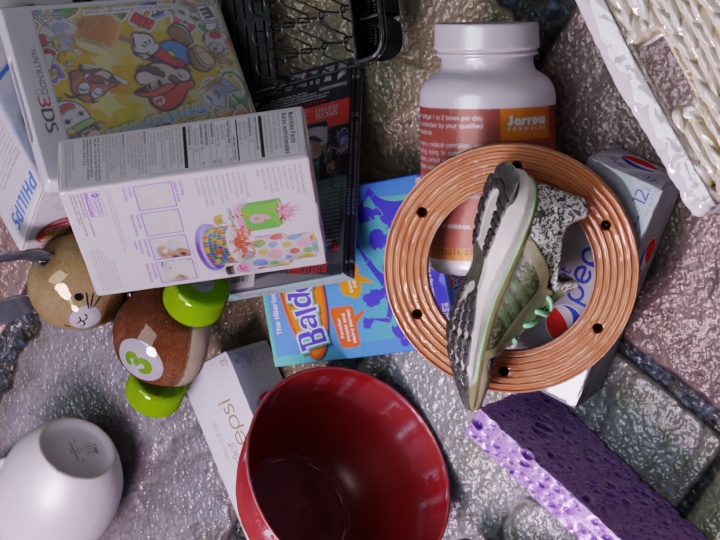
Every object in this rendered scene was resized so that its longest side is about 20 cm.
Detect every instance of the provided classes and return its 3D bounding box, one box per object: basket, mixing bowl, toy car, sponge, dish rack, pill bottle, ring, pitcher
[{"bbox_3d":[0.285,-0.164,1.266,0.161,0.200,0.198,-31,81,28],"label":"basket"},{"bbox_3d":[-0.033,0.196,1.557,0.108,0.200,0.200,-41,74,49],"label":"mixing bowl"},{"bbox_3d":[-0.239,0.026,1.583,0.164,0.200,0.158,118,149,-43],"label":"toy car"},{"bbox_3d":[0.185,0.175,1.439,0.200,0.112,0.030,42,117,21],"label":"sponge"},{"bbox_3d":[-0.053,-0.236,1.552,0.200,0.055,0.154,-11,82,35],"label":"dish rack"},{"bbox_3d":[0.104,-0.101,1.446,0.112,0.112,0.200,5,102,33],"label":"pill bottle"},{"bbox_3d":[0.118,-0.002,1.394,0.200,0.019,0.201,2,104,9],"label":"ring"},{"bbox_3d":[-0.324,0.224,1.801,0.172,0.121,0.200,56,135,31],"label":"pitcher"}]

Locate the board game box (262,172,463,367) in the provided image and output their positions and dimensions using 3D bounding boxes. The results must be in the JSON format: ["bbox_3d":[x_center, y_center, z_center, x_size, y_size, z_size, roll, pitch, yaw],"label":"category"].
[{"bbox_3d":[0.000,0.000,1.575,0.200,0.045,0.152,-9,92,36],"label":"board game box"}]

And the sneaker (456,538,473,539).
[{"bbox_3d":[0.165,0.265,1.483,0.200,0.084,0.121,37,122,15],"label":"sneaker"}]

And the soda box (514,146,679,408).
[{"bbox_3d":[0.188,0.005,1.434,0.068,0.063,0.200,27,112,21],"label":"soda box"}]

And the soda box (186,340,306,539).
[{"bbox_3d":[-0.090,0.171,1.655,0.068,0.064,0.200,-27,82,36],"label":"soda box"}]

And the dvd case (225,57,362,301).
[{"bbox_3d":[-0.064,-0.079,1.574,0.146,0.022,0.200,-11,68,35],"label":"dvd case"}]

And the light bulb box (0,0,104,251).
[{"bbox_3d":[-0.255,-0.155,1.608,0.200,0.198,0.125,59,150,14],"label":"light bulb box"}]

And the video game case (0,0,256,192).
[{"bbox_3d":[-0.195,-0.157,1.535,0.023,0.200,0.182,120,136,-54],"label":"video game case"}]

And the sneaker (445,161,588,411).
[{"bbox_3d":[0.123,0.021,1.359,0.088,0.077,0.200,10,111,-12],"label":"sneaker"}]

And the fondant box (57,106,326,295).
[{"bbox_3d":[-0.134,-0.055,1.457,0.200,0.144,0.058,-7,54,1],"label":"fondant box"}]
